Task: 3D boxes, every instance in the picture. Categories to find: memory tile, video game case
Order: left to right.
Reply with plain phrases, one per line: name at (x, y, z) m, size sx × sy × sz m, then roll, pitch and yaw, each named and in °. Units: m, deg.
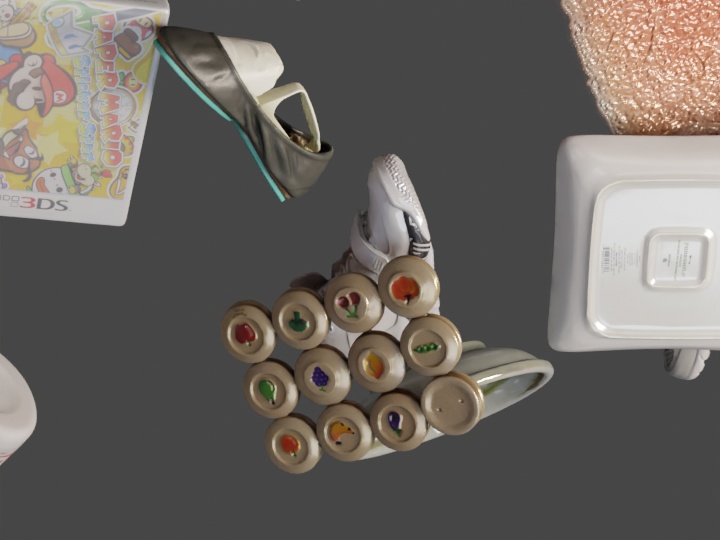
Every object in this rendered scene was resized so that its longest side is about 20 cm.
video game case at (-0.250, -0.124, 1.464) m, size 0.181 × 0.023 × 0.200 m, roll 4°, pitch 126°, yaw -17°
memory tile at (-0.009, 0.079, 1.566) m, size 0.200 × 0.017 × 0.154 m, roll -16°, pitch 100°, yaw 25°

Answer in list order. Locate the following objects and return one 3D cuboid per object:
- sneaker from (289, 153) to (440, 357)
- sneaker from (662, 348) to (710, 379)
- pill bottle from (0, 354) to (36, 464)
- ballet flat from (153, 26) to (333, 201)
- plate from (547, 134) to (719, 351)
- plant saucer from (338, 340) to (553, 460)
sneaker at (0.000, 0.000, 1.588) m, size 0.115 × 0.075 × 0.200 m, roll -14°, pitch 132°, yaw -5°
sneaker at (0.254, 0.006, 1.668) m, size 0.082 × 0.075 × 0.200 m, roll -9°, pitch 119°, yaw 4°
pill bottle at (-0.367, 0.152, 1.595) m, size 0.200 × 0.112 × 0.112 m, roll -42°, pitch 125°, yaw 19°
ballet flat at (-0.081, -0.133, 1.478) m, size 0.068 × 0.068 × 0.200 m, roll -36°, pitch 138°, yaw 3°
plate at (0.257, -0.014, 1.596) m, size 0.199 × 0.032 × 0.200 m, roll 0°, pitch 118°, yaw -1°
plant saucer at (0.065, 0.103, 1.667) m, size 0.200 × 0.050 × 0.200 m, roll -20°, pitch 166°, yaw -5°
